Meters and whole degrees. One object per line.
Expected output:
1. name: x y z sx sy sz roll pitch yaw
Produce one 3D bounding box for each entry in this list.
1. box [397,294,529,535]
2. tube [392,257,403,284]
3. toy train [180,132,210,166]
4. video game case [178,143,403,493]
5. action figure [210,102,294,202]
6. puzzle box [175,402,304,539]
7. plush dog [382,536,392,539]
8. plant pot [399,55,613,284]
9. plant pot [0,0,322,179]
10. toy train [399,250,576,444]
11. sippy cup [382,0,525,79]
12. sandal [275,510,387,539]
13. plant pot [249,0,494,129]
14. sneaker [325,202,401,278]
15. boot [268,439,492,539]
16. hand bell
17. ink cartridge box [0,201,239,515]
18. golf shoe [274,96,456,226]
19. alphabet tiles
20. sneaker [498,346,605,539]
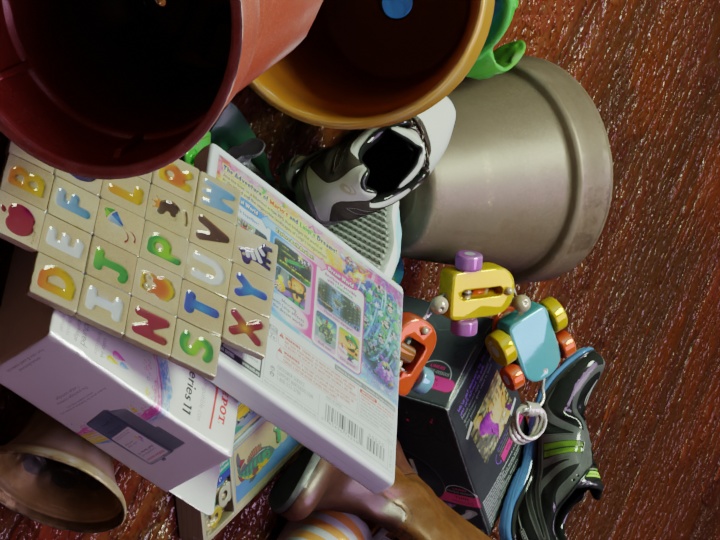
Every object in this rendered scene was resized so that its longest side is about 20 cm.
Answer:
1. box: 0.068 0.129 1.838 0.106 0.122 0.201 -58 147 -30
2. tube: -0.011 0.043 1.672 0.200 0.050 0.078 -63 169 -57
3. toy train: -0.134 -0.008 1.488 0.056 0.041 0.201 -37 134 -66
4. video game case: -0.046 0.033 1.414 0.200 0.024 0.183 37 38 -31
5. action figure: -0.064 -0.032 1.590 0.200 0.054 0.119 55 40 -62
6. puzzle box: -0.086 0.111 1.646 0.200 0.025 0.134 -42 137 -48
7. plush dog: 0.052 0.352 1.932 0.199 0.160 0.173 14 105 -35
8. plant pot: 0.085 -0.077 1.736 0.174 0.200 0.202 -11 112 -42
9. plant pot: -0.124 -0.178 1.283 0.195 0.200 0.202 -37 134 -62
10. toy train: 0.085 0.063 1.710 0.199 0.056 0.151 25 92 -35
11. sippy cup: 0.077 -0.256 1.689 0.130 0.139 0.179 -57 159 -52
12. sandal: -0.023 0.215 1.760 0.207 0.079 0.060 -44 130 -48
13. plant pot: 0.009 -0.204 1.530 0.183 0.199 0.201 -14 115 -78
14. sneaker: 0.000 0.000 1.603 0.200 0.073 0.082 -69 156 -51
15. boot: 0.027 0.217 1.703 0.068 0.200 0.188 -45 178 18
16. hand bell: -0.181 0.067 1.406 0.104 0.103 0.201 66 32 -49
17. ink cartridge box: -0.140 0.061 1.344 0.200 0.067 0.118 38 39 -32
18. golf shoe: 0.029 -0.086 1.556 0.200 0.094 0.078 -39 111 -43
19. alphabet tiles: -0.142 -0.020 1.320 0.199 0.006 0.167 26 43 -21
20. sneaker: 0.189 0.169 1.864 0.071 0.082 0.201 25 80 -64
